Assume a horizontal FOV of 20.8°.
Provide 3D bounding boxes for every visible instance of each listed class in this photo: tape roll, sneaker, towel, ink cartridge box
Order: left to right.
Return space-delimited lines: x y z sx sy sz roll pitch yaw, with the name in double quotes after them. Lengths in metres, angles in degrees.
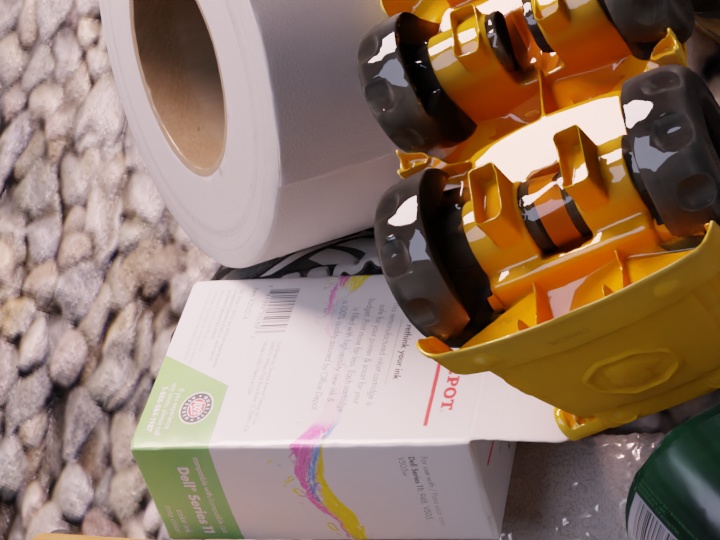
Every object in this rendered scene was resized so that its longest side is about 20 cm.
-0.026 -0.115 0.937 0.203 0.139 0.203 46 145 46 "tape roll"
0.000 0.000 0.992 0.200 0.066 0.091 -13 38 25 "sneaker"
0.010 0.061 0.900 0.200 0.067 0.117 -2 41 18 "ink cartridge box"
0.093 0.138 0.895 0.200 0.034 0.133 -7 76 43 "towel"

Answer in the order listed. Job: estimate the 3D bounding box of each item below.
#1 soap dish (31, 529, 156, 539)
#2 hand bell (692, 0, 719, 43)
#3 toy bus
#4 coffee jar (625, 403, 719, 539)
-0.070 0.193 0.911 0.157 0.200 0.081 93 -179 -46 "soap dish"
0.109 -0.139 0.926 0.200 0.104 0.104 -7 75 55 "hand bell"
0.105 -0.032 0.815 0.136 0.192 0.200 -24 53 24 "toy bus"
0.195 0.137 0.741 0.200 0.104 0.085 54 154 35 "coffee jar"
